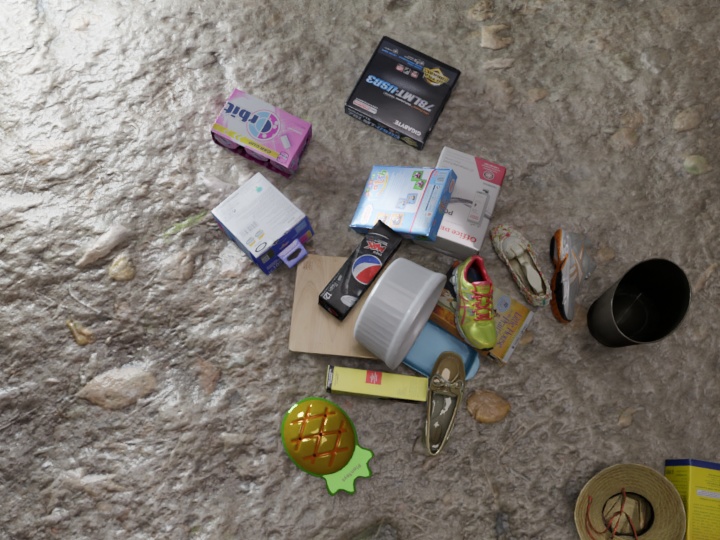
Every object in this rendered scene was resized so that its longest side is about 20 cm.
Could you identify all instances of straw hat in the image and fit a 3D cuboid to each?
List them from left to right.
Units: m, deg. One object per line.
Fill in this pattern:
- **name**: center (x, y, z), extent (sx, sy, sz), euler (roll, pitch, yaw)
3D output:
- **straw hat**: center (0.510, 0.467, 1.422), extent (0.200, 0.085, 0.202), euler (-3, 75, 12)

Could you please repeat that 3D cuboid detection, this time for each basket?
- **basket**: center (0.535, 0.082, 1.466), extent (0.136, 0.200, 0.180), euler (40, 76, 9)

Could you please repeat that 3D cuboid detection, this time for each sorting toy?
- **sorting toy**: center (-0.037, 0.079, 1.508), extent (0.197, 0.070, 0.201), euler (5, 74, -1)

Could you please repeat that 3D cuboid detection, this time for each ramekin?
- **ramekin**: center (0.071, 0.074, 1.382), extent (0.097, 0.201, 0.201), euler (30, 76, 12)

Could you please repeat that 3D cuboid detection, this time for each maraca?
- **maraca**: center (-0.064, 0.335, 1.418), extent (0.137, 0.107, 0.200), euler (-42, 81, -13)

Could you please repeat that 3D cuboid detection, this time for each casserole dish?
- **casserole dish**: center (0.147, 0.158, 1.512), extent (0.199, 0.039, 0.122), euler (29, 76, 6)

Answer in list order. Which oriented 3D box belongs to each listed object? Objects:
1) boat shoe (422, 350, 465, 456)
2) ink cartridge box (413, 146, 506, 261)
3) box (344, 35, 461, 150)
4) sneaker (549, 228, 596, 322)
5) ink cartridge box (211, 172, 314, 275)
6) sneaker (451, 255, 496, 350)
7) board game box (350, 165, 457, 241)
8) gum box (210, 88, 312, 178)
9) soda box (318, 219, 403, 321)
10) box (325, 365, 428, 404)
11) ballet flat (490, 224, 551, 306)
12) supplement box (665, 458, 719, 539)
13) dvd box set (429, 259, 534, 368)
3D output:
- **boat shoe**: center (0.162, 0.259, 1.444), extent (0.073, 0.063, 0.202), euler (15, 94, 4)
- **ink cartridge box**: center (0.209, -0.139, 1.571), extent (0.146, 0.083, 0.201), euler (19, 75, 2)
- **box**: center (0.094, -0.398, 1.655), extent (0.199, 0.050, 0.199), euler (27, 75, 5)
- **sneaker**: center (0.451, 0.012, 1.549), extent (0.091, 0.076, 0.201), euler (6, 76, -5)
- **ink cartridge box**: center (-0.191, -0.087, 1.511), extent (0.136, 0.076, 0.200), euler (-41, 59, -11)
- **sneaker**: center (0.229, 0.059, 1.459), extent (0.078, 0.090, 0.201), euler (-3, 63, -17)
- **board game box**: center (0.088, -0.142, 1.536), extent (0.199, 0.037, 0.152), euler (10, 71, 37)
- **gum box**: center (-0.208, -0.294, 1.601), extent (0.199, 0.066, 0.114), euler (26, 74, 4)
- **soda box**: center (0.000, 0.000, 1.458), extent (0.063, 0.071, 0.200), euler (36, 76, 6)
- **box**: center (0.031, 0.228, 1.469), extent (0.199, 0.075, 0.050), euler (8, 74, 0)
- **ballet flat**: center (0.342, -0.017, 1.552), extent (0.075, 0.064, 0.201), euler (-31, 78, 0)
- **supplement box**: center (0.653, 0.470, 1.415), extent (0.109, 0.109, 0.201), euler (9, 75, 0)
- **dvd box set**: center (0.241, 0.087, 1.518), extent (0.200, 0.029, 0.146), euler (35, 58, 7)
